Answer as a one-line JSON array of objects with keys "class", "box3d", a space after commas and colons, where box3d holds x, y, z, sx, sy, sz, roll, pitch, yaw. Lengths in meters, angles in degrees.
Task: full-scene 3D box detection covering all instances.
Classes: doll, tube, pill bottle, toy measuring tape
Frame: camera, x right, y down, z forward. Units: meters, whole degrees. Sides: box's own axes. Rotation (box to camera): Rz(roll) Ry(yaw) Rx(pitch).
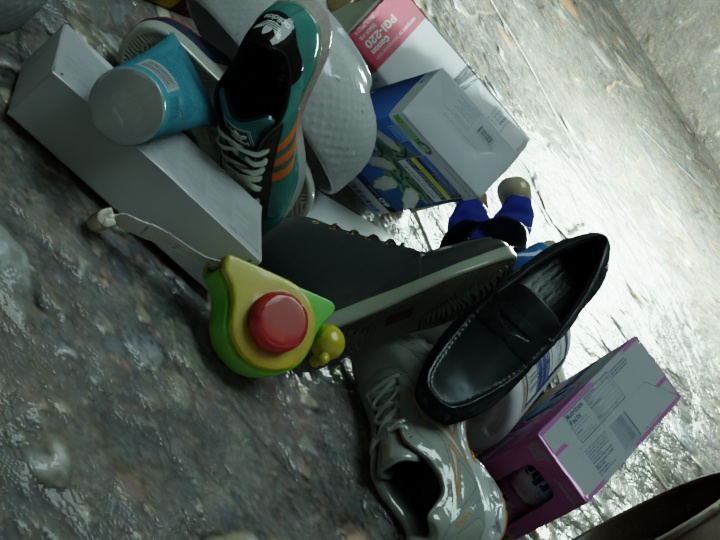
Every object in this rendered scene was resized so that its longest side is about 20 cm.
[{"class": "doll", "box3d": [0.097, -0.020, 1.403, 0.200, 0.136, 0.048, -70, 151, -65]}, {"class": "tube", "box3d": [-0.136, -0.124, 1.168, 0.200, 0.050, 0.077, -55, 125, -76]}, {"class": "pill bottle", "box3d": [0.109, 0.064, 1.397, 0.111, 0.111, 0.200, 53, 30, 0]}, {"class": "toy measuring tape", "box3d": [-0.099, 0.025, 1.142, 0.200, 0.074, 0.074, 24, 31, -23]}]

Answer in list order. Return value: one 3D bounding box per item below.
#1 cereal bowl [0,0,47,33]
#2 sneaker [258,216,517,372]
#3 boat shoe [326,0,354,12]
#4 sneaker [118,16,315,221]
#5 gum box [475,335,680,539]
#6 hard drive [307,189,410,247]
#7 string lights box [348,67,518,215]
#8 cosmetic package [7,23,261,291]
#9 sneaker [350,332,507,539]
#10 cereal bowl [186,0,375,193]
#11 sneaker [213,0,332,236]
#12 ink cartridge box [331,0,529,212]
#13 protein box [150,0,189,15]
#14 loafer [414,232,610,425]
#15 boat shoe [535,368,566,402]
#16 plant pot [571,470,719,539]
[{"class": "cereal bowl", "box3d": [-0.280, -0.269, 1.181, 0.200, 0.083, 0.200, 43, 22, -23]}, {"class": "sneaker", "box3d": [0.014, -0.008, 1.270, 0.106, 0.200, 0.075, 60, -23, 26]}, {"class": "boat shoe", "box3d": [0.015, -0.203, 1.732, 0.065, 0.072, 0.200, 101, -32, -69]}, {"class": "sneaker", "box3d": [-0.106, -0.124, 1.336, 0.200, 0.075, 0.085, 51, 16, -16]}, {"class": "gum box", "box3d": [0.160, 0.140, 1.346, 0.066, 0.113, 0.200, 54, 39, 1]}, {"class": "hard drive", "box3d": [0.000, 0.000, 1.428, 0.200, 0.026, 0.132, 29, 31, -48]}, {"class": "string lights box", "box3d": [0.042, -0.110, 1.486, 0.103, 0.059, 0.200, 47, -20, -16]}, {"class": "cosmetic package", "box3d": [-0.154, -0.075, 1.181, 0.200, 0.051, 0.083, 44, 18, -24]}, {"class": "sneaker", "box3d": [0.036, 0.120, 1.251, 0.092, 0.076, 0.200, 14, 42, -53]}, {"class": "cereal bowl", "box3d": [-0.052, -0.166, 1.381, 0.200, 0.083, 0.200, 51, -6, 8]}, {"class": "sneaker", "box3d": [-0.080, -0.104, 1.238, 0.071, 0.200, 0.080, 25, 33, 18]}, {"class": "ink cartridge box", "box3d": [0.042, -0.158, 1.595, 0.200, 0.085, 0.146, 46, -23, -16]}, {"class": "protein box", "box3d": [-0.185, -0.349, 1.437, 0.199, 0.135, 0.200, 61, 22, 19]}, {"class": "loafer", "box3d": [0.116, 0.037, 1.261, 0.068, 0.070, 0.201, 44, 61, 9]}, {"class": "boat shoe", "box3d": [0.145, 0.114, 1.491, 0.065, 0.073, 0.200, 35, 27, -52]}, {"class": "plant pot", "box3d": [0.258, 0.286, 1.311, 0.198, 0.200, 0.200, 62, 21, 4]}]
